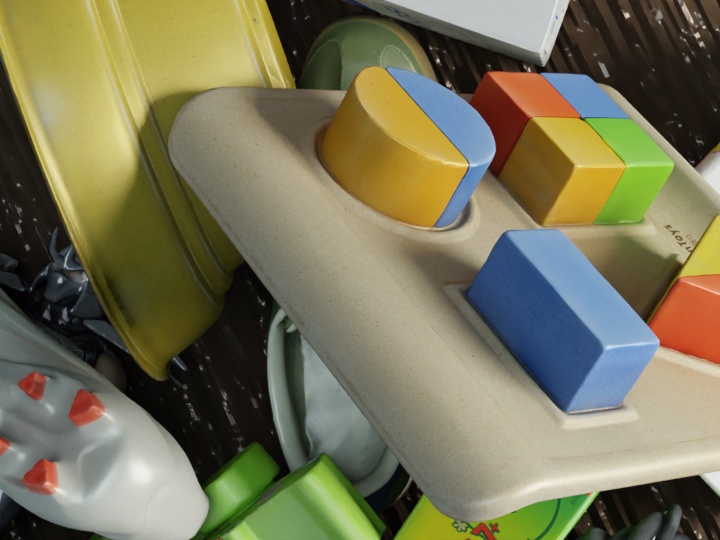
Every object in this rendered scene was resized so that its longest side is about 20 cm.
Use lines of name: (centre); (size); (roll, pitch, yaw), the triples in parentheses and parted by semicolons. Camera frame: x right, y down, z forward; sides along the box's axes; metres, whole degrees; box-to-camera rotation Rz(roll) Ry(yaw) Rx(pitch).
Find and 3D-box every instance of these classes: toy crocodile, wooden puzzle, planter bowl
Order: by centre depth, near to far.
wooden puzzle: (0.063, -0.009, 0.671); (0.185, 0.199, 0.046); (51, 131, 32)
planter bowl: (-0.068, -0.068, 0.744); (0.083, 0.200, 0.201); (-20, 89, 2)
toy crocodile: (-0.058, 0.116, 0.776); (0.068, 0.062, 0.200); (53, 141, -6)

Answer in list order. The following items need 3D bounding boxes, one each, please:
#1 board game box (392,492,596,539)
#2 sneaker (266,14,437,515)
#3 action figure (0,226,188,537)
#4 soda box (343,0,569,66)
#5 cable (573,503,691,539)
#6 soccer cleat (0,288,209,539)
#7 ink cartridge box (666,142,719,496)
board game box: (0.044, 0.099, 0.745); (0.048, 0.102, 0.200); (36, 119, 9)
sneaker: (0.000, 0.000, 0.790); (0.067, 0.090, 0.201); (2, 92, 7)
action figure: (-0.150, 0.073, 0.822); (0.130, 0.069, 0.201); (27, 90, 23)
soda box: (-0.011, -0.143, 0.800); (0.199, 0.063, 0.069); (19, 93, 6)
cable: (0.097, 0.185, 0.758); (0.051, 0.163, 0.201); (5, 71, 47)
soccer cleat: (-0.135, 0.046, 0.760); (0.200, 0.078, 0.069); (31, 82, 41)
ink cartridge box: (0.182, -0.012, 0.778); (0.117, 0.067, 0.200); (45, 97, 5)
